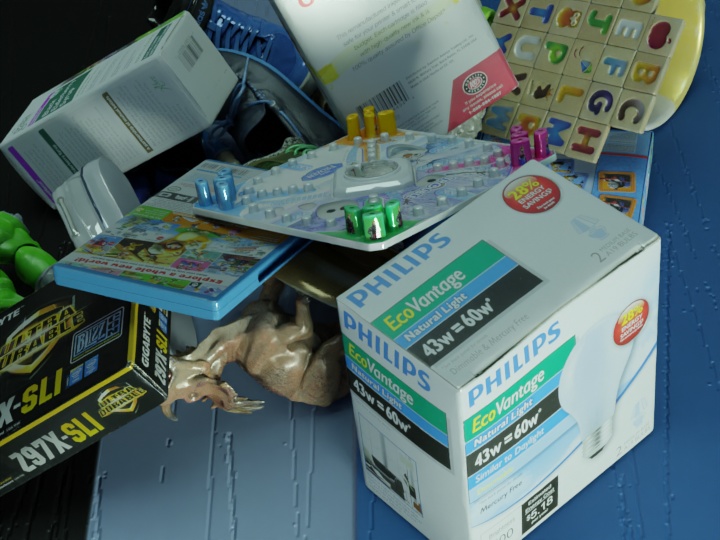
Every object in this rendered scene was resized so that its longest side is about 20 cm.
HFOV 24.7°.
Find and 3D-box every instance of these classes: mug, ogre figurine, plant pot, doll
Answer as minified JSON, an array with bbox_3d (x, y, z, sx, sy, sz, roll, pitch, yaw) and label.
[{"bbox_3d":[0.219,-0.212,1.503,0.153,0.186,0.150,18,92,36],"label":"mug"},{"bbox_3d":[-0.333,0.009,1.360,0.200,0.098,0.120,-24,55,-3],"label":"ogre figurine"},{"bbox_3d":[0.000,0.000,1.278,0.200,0.028,0.200,22,12,-5],"label":"plant pot"},{"bbox_3d":[-0.173,-0.089,1.471,0.136,0.049,0.200,-4,37,13],"label":"doll"}]

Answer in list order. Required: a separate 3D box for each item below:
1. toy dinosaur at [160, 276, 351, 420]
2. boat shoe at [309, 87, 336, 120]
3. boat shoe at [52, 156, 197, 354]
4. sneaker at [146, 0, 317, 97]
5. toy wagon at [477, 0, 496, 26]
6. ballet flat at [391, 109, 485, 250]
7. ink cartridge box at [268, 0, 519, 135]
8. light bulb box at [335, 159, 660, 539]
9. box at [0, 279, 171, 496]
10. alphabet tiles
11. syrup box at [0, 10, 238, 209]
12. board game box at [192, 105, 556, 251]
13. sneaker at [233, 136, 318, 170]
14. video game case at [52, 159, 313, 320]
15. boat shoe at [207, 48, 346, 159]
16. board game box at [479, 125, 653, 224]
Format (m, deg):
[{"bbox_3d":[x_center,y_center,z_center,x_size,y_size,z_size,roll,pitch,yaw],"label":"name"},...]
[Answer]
[{"bbox_3d":[-0.056,0.070,1.259,0.200,0.136,0.086,20,12,-12],"label":"toy dinosaur"},{"bbox_3d":[-0.016,-0.165,1.520,0.069,0.074,0.200,-25,45,3],"label":"boat shoe"},{"bbox_3d":[-0.195,0.005,1.345,0.065,0.074,0.200,-31,66,14],"label":"boat shoe"},{"bbox_3d":[-0.125,-0.213,1.522,0.200,0.111,0.077,34,99,48],"label":"sneaker"},{"bbox_3d":[0.020,-0.221,1.491,0.155,0.040,0.200,28,48,25],"label":"toy wagon"},{"bbox_3d":[0.056,-0.093,1.425,0.072,0.072,0.200,23,60,28],"label":"ballet flat"},{"bbox_3d":[0.019,-0.204,1.353,0.145,0.200,0.083,-32,35,-1],"label":"ink cartridge box"},{"bbox_3d":[0.102,0.067,1.158,0.198,0.200,0.125,-35,50,-25],"label":"light bulb box"},{"bbox_3d":[-0.233,0.075,1.241,0.200,0.049,0.160,-30,37,19],"label":"box"},{"bbox_3d":[0.180,-0.183,1.405,0.200,0.006,0.167,21,88,44],"label":"alphabet tiles"},{"bbox_3d":[-0.213,-0.138,1.436,0.200,0.081,0.079,-23,27,31],"label":"syrup box"},{"bbox_3d":[0.008,-0.074,1.216,0.200,0.026,0.200,13,30,44],"label":"board game box"},{"bbox_3d":[-0.052,-0.082,1.372,0.200,0.077,0.089,-13,55,33],"label":"sneaker"},{"bbox_3d":[-0.111,-0.027,1.219,0.143,0.018,0.200,12,31,27],"label":"video game case"},{"bbox_3d":[-0.084,-0.134,1.455,0.200,0.084,0.069,30,42,20],"label":"boat shoe"},{"bbox_3d":[0.163,-0.055,1.381,0.151,0.037,0.200,4,37,12],"label":"board game box"}]
